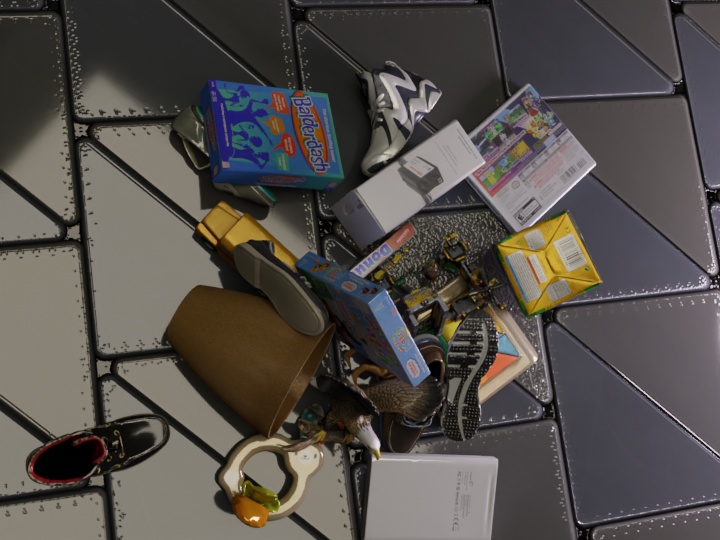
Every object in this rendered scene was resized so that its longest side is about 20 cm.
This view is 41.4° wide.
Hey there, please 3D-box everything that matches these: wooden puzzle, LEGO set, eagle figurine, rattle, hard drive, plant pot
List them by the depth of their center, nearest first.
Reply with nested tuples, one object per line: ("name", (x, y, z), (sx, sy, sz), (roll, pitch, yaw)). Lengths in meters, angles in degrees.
("eagle figurine", (0.003, 0.189, 1.324), (0.151, 0.200, 0.152), (39, 41, -2))
("plant pot", (-0.166, 0.108, 1.346), (0.200, 0.186, 0.187), (29, 74, 5))
("rattle", (-0.102, 0.268, 1.347), (0.200, 0.143, 0.130), (-31, 71, -12))
("hard drive", (0.104, 0.343, 1.431), (0.200, 0.026, 0.132), (5, 92, -14))
("LEGO set", (0.111, 0.020, 1.432), (0.200, 0.116, 0.154), (-17, 66, -10))
("wooden puzzle", (0.162, 0.116, 1.494), (0.200, 0.037, 0.185), (-35, 90, -18))

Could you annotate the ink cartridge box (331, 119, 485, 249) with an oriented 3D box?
("ink cartridge box", (0.070, -0.128, 1.456), (0.200, 0.145, 0.084), (-35, 92, -18))

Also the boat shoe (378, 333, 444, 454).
("boat shoe", (0.075, 0.195, 1.398), (0.072, 0.072, 0.200), (7, 112, -13))

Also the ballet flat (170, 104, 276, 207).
("ballet flat", (-0.209, -0.160, 1.438), (0.064, 0.067, 0.200), (-40, 91, 10))

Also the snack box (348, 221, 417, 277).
("snack box", (0.000, 0.000, 1.452), (0.200, 0.072, 0.024), (-40, 91, -18))

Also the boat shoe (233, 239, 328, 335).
("boat shoe", (-0.096, 0.015, 1.302), (0.063, 0.073, 0.200), (-20, 43, -34))

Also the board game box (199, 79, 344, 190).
("board game box", (-0.132, -0.201, 1.427), (0.200, 0.045, 0.152), (1, 67, -31))

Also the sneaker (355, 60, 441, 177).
("sneaker", (0.027, -0.250, 1.501), (0.130, 0.079, 0.199), (38, 73, -5))

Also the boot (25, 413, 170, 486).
("boot", (-0.350, 0.240, 1.274), (0.200, 0.151, 0.073), (-11, 83, -17))

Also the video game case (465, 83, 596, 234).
("video game case", (0.269, -0.184, 1.585), (0.200, 0.023, 0.182), (-42, 93, -17))

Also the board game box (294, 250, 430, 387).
("board game box", (0.000, 0.063, 1.302), (0.037, 0.200, 0.151), (-39, 121, -18))

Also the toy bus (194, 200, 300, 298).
("toy bus", (-0.150, -0.019, 1.412), (0.200, 0.078, 0.065), (43, 72, -5))

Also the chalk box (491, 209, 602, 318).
("chalk box", (0.282, -0.010, 1.477), (0.124, 0.200, 0.125), (-26, 87, 5))

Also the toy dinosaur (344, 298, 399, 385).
("toy dinosaur", (0.029, 0.123, 1.428), (0.106, 0.060, 0.200), (-21, 123, 0))

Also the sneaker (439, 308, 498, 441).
("sneaker", (0.150, 0.147, 1.406), (0.074, 0.080, 0.200), (10, 107, -8))
